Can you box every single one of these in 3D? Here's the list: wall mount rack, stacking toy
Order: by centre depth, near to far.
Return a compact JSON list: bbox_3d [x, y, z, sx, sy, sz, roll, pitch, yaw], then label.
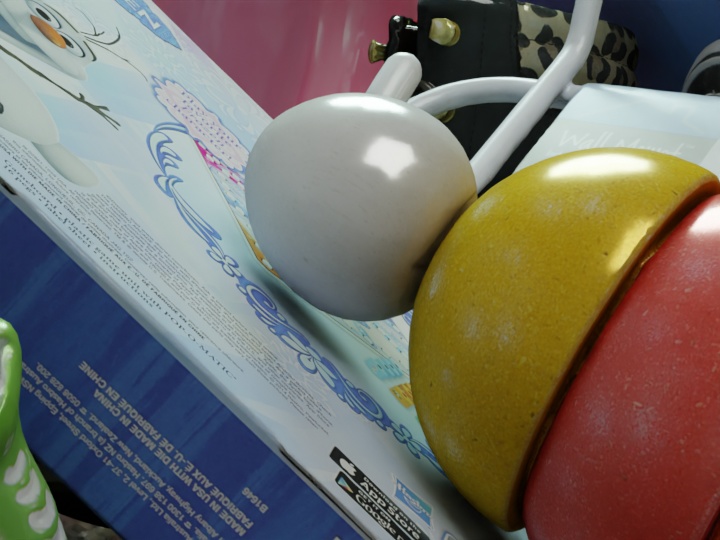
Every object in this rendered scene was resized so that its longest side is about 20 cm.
[{"bbox_3d":[0.061,0.020,0.632,0.199,0.147,0.146,33,33,13],"label":"stacking toy"},{"bbox_3d":[0.094,-0.062,0.754,0.199,0.075,0.174,10,43,30],"label":"wall mount rack"}]

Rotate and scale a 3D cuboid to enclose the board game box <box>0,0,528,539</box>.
[{"bbox_3d":[-0.040,0.003,0.684,0.200,0.043,0.199,44,15,-2],"label":"board game box"}]

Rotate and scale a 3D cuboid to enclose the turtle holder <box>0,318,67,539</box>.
[{"bbox_3d":[-0.147,0.082,0.588,0.132,0.185,0.141,56,48,-14],"label":"turtle holder"}]

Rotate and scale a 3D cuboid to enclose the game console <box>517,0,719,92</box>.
[{"bbox_3d":[0.107,-0.044,0.901,0.031,0.200,0.177,-32,94,-24],"label":"game console"}]

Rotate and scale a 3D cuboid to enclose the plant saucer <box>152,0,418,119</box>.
[{"bbox_3d":[-0.041,-0.075,0.907,0.051,0.202,0.200,10,25,27],"label":"plant saucer"}]

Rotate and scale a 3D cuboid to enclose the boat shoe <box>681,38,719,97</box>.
[{"bbox_3d":[0.103,0.036,0.831,0.068,0.201,0.073,-14,19,-40],"label":"boat shoe"}]

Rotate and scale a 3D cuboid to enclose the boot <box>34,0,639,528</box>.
[{"bbox_3d":[0.000,0.000,0.838,0.203,0.155,0.073,5,-5,-35],"label":"boot"}]
